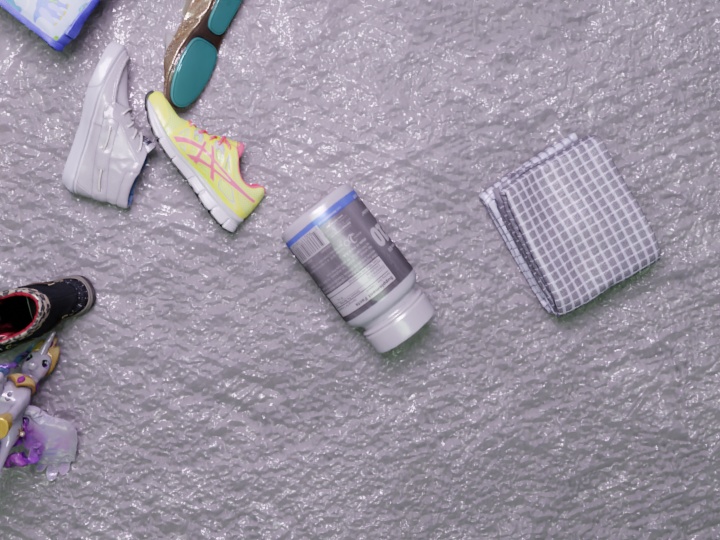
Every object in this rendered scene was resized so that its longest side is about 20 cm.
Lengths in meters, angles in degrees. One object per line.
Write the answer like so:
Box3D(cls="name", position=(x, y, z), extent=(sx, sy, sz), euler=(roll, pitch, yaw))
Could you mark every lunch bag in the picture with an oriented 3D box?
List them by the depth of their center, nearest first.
Box3D(cls="lunch bag", position=(-0.390, -0.392, 0.812), extent=(0.200, 0.127, 0.170), euler=(38, 92, 6))

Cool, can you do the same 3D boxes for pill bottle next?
Box3D(cls="pill bottle", position=(0.000, 0.000, 0.856), extent=(0.114, 0.114, 0.200), euler=(-37, 94, 1))

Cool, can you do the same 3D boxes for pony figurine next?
Box3D(cls="pony figurine", position=(-0.441, 0.192, 0.837), extent=(0.165, 0.200, 0.194), euler=(21, 109, -10))

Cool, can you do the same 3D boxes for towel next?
Box3D(cls="towel", position=(0.277, -0.062, 0.874), extent=(0.165, 0.086, 0.201), euler=(-30, 94, 0))

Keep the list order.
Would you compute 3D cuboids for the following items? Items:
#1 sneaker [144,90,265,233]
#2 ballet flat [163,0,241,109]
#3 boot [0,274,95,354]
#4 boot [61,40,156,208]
Box3D(cls="sneaker", position=(-0.198, -0.151, 0.858), extent=(0.090, 0.078, 0.201), euler=(-37, 112, -5))
Box3D(cls="ballet flat", position=(-0.213, -0.308, 0.862), extent=(0.065, 0.070, 0.201), euler=(28, 90, 24))
Box3D(cls="boot", position=(-0.450, 0.064, 0.826), extent=(0.202, 0.154, 0.074), euler=(-23, 94, 0))
Box3D(cls="boot", position=(-0.309, -0.183, 0.863), extent=(0.095, 0.074, 0.201), euler=(20, 101, -9))
